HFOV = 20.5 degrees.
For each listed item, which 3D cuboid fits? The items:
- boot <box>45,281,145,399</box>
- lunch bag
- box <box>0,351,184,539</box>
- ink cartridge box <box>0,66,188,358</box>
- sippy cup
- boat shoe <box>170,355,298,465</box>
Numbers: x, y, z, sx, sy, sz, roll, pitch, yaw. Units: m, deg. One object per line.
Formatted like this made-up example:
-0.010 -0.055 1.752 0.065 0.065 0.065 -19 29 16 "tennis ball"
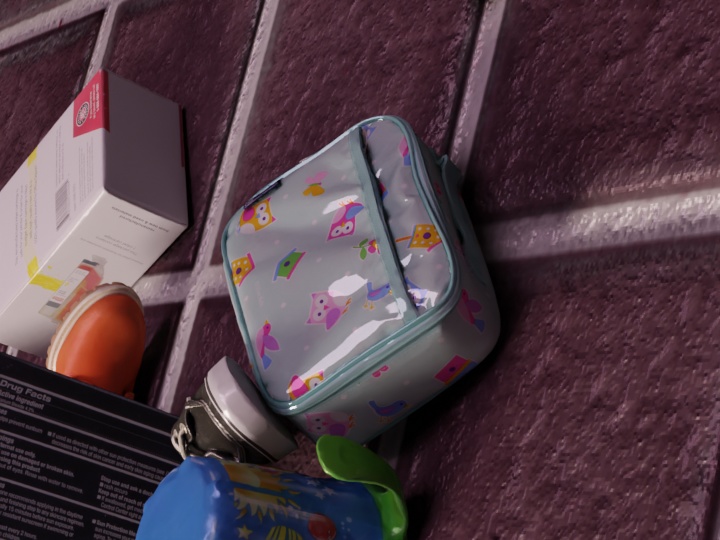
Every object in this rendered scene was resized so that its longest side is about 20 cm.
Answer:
-0.197 0.113 1.507 0.107 0.075 0.201 30 105 56 "boot"
0.000 0.000 1.238 0.160 0.077 0.200 -35 42 17 "lunch bag"
-0.213 0.185 1.354 0.123 0.199 0.199 -19 54 51 "box"
-0.231 -0.043 1.637 0.200 0.083 0.146 -44 38 33 "ink cartridge box"
-0.061 0.174 1.194 0.139 0.130 0.179 18 85 58 "sippy cup"
-0.083 0.105 1.256 0.064 0.071 0.200 -37 -7 -6 "boat shoe"
